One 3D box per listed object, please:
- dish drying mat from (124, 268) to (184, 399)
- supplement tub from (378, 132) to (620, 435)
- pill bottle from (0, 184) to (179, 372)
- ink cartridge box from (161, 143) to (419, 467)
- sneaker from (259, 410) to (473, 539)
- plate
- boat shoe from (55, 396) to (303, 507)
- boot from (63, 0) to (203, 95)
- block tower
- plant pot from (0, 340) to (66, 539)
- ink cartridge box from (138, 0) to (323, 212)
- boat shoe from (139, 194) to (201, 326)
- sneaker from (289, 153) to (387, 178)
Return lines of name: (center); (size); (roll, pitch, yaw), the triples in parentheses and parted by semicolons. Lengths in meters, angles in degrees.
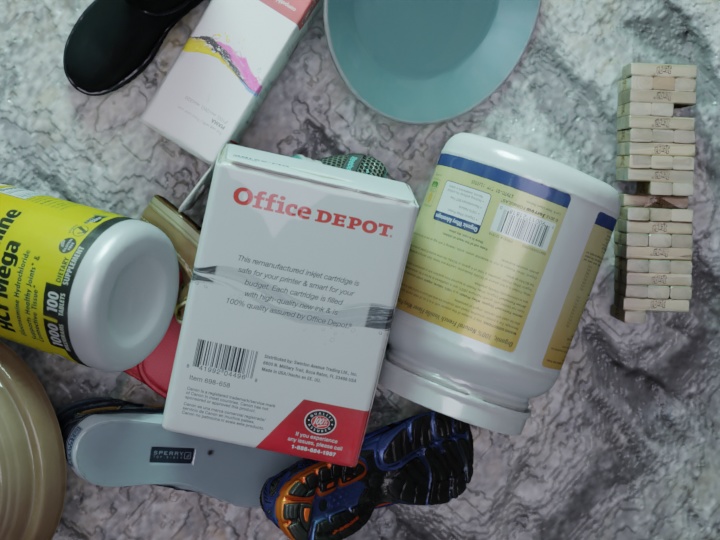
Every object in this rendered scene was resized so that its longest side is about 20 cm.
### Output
dish drying mat: (-0.110, 0.015, 1.115); (0.077, 0.018, 0.200); (31, 92, -3)
supplement tub: (0.100, 0.011, 1.054); (0.144, 0.144, 0.201); (21, 92, -2)
pill bottle: (-0.245, -0.001, 1.038); (0.199, 0.112, 0.113); (14, 93, 27)
ink cartridge box: (-0.051, 0.022, 0.996); (0.144, 0.084, 0.201); (12, 105, -6)
sneaker: (0.006, 0.152, 1.074); (0.199, 0.078, 0.076); (-11, 99, -35)
plate: (0.054, -0.212, 1.064); (0.199, 0.026, 0.201); (-13, 117, -28)
boat shoe: (-0.144, 0.136, 1.100); (0.199, 0.091, 0.071); (12, 94, -28)
boot: (-0.172, -0.203, 1.011); (0.066, 0.200, 0.165); (43, 92, -3)
block tower: (0.232, -0.060, 1.097); (0.058, 0.054, 0.201); (2, 94, 0)
plant pot: (-0.325, 0.147, 1.039); (0.200, 0.093, 0.202); (4, 99, 29)
ink cartridge box: (-0.106, -0.145, 1.057); (0.067, 0.116, 0.200); (31, 92, -3)
boat shoe: (-0.108, 0.031, 1.071); (0.066, 0.074, 0.200); (-41, 93, -1)
sneaker: (0.000, 0.000, 1.090); (0.091, 0.078, 0.201); (-17, 107, -25)
